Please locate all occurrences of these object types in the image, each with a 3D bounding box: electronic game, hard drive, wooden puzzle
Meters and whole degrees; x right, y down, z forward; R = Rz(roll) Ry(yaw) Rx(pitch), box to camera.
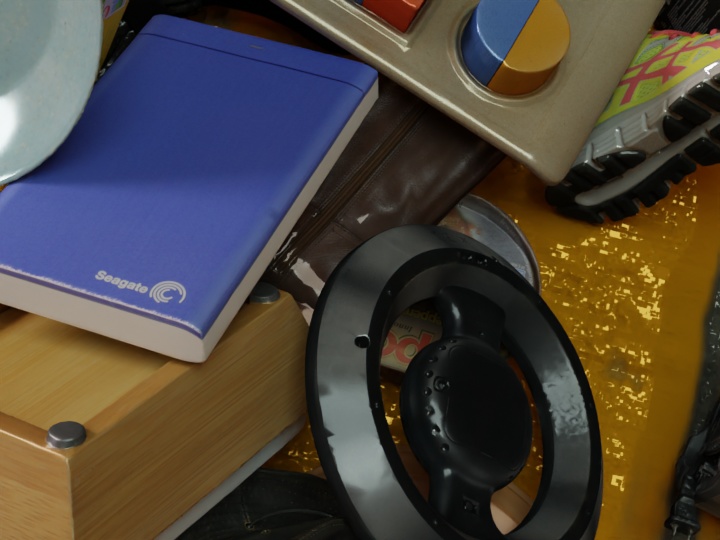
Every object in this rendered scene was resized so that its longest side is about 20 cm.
[{"bbox_3d":[0.051,0.073,0.830,0.199,0.041,0.201,21,57,-36],"label":"electronic game"},{"bbox_3d":[-0.089,-0.048,0.810,0.131,0.025,0.200,16,47,17],"label":"hard drive"},{"bbox_3d":[0.068,-0.171,0.881,0.199,0.046,0.186,35,64,-5],"label":"wooden puzzle"}]

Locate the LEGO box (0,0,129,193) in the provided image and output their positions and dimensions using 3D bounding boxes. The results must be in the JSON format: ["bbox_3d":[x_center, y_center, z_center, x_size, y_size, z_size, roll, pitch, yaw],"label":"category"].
[{"bbox_3d":[-0.209,-0.132,0.851,0.148,0.201,0.077,32,30,5],"label":"LEGO box"}]

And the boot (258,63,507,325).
[{"bbox_3d":[-0.029,-0.069,0.890,0.186,0.064,0.200,37,71,-1],"label":"boot"}]

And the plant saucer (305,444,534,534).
[{"bbox_3d":[0.026,0.186,0.861,0.198,0.037,0.202,2,72,-7],"label":"plant saucer"}]

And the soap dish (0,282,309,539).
[{"bbox_3d":[-0.129,0.060,0.786,0.156,0.082,0.200,17,33,28],"label":"soap dish"}]

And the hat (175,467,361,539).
[{"bbox_3d":[-0.030,0.165,0.768,0.199,0.081,0.202,15,58,-25],"label":"hat"}]

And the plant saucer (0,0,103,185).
[{"bbox_3d":[-0.202,-0.137,0.779,0.200,0.202,0.039,33,30,4],"label":"plant saucer"}]

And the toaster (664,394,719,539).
[{"bbox_3d":[0.259,0.081,0.890,0.129,0.114,0.201,29,68,0],"label":"toaster"}]

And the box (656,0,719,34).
[{"bbox_3d":[0.216,-0.205,0.932,0.049,0.200,0.159,-19,74,-20],"label":"box"}]

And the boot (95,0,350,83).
[{"bbox_3d":[-0.098,-0.149,0.935,0.210,0.080,0.158,34,69,7],"label":"boot"}]

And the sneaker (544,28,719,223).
[{"bbox_3d":[0.181,-0.104,0.916,0.078,0.199,0.091,34,46,-38],"label":"sneaker"}]

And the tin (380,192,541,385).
[{"bbox_3d":[0.000,0.000,0.921,0.198,0.042,0.113,17,66,-2],"label":"tin"}]
